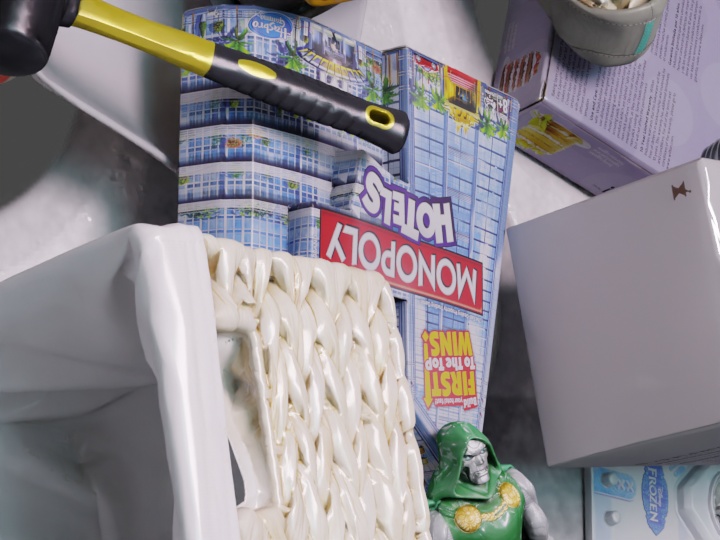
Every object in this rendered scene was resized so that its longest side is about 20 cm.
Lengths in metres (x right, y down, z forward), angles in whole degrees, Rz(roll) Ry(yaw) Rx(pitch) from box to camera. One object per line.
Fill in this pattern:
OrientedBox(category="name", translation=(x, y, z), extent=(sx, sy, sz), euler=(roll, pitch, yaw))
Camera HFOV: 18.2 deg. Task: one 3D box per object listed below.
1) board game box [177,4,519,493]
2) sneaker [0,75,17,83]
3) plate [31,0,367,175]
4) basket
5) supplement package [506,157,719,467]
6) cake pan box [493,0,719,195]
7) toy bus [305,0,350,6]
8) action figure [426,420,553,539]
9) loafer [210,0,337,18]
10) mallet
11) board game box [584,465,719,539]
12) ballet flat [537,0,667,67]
OrientedBox(category="board game box", translation=(0.000, 0.000, 1.009), extent=(0.199, 0.061, 0.202), euler=(17, 68, -54))
OrientedBox(category="sneaker", translation=(-0.186, -0.169, 0.954), extent=(0.093, 0.070, 0.201), euler=(-7, 78, -57))
OrientedBox(category="plate", translation=(-0.073, -0.125, 1.021), extent=(0.200, 0.032, 0.201), euler=(36, 53, -43))
OrientedBox(category="basket", translation=(-0.083, 0.075, 0.811), extent=(0.123, 0.199, 0.137), euler=(4, 72, -45))
OrientedBox(category="supplement package", translation=(0.183, 0.026, 1.089), extent=(0.199, 0.119, 0.122), euler=(5, 72, -48))
OrientedBox(category="cake pan box", translation=(0.163, -0.127, 1.228), extent=(0.183, 0.052, 0.201), euler=(28, 58, -31))
OrientedBox(category="toy bus", translation=(-0.030, -0.214, 0.974), extent=(0.078, 0.065, 0.201), euler=(-15, 65, -32))
OrientedBox(category="action figure", translation=(0.067, 0.160, 1.002), extent=(0.118, 0.055, 0.201), euler=(-28, 107, -33))
OrientedBox(category="loafer", translation=(0.012, -0.167, 1.042), extent=(0.200, 0.063, 0.072), euler=(-43, 116, -38))
OrientedBox(category="mallet", translation=(-0.071, -0.080, 0.913), extent=(0.199, 0.041, 0.066), euler=(26, 61, -19))
OrientedBox(category="board game box", translation=(0.199, 0.125, 1.183), extent=(0.199, 0.026, 0.202), euler=(16, 64, -34))
OrientedBox(category="ballet flat", translation=(0.087, -0.193, 1.138), extent=(0.067, 0.064, 0.200), euler=(-32, 76, -23))
